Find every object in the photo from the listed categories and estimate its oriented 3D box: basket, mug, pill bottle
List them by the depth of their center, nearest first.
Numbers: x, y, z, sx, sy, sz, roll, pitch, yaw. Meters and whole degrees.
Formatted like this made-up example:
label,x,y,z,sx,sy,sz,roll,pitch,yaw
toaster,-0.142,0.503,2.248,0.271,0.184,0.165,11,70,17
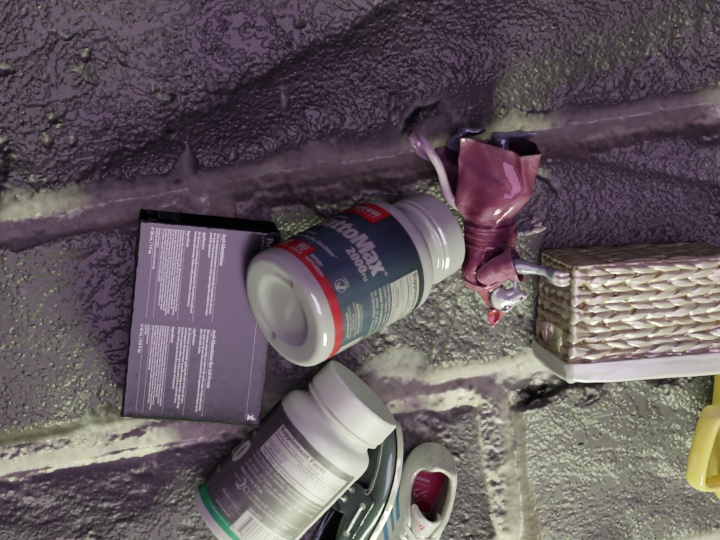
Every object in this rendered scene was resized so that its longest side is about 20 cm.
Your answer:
label,x,y,z,sx,sy,sz,roll,pitch,yaw
pill bottle,0.000,0.000,1.379,0.200,0.120,0.120,-28,107,-34
pill bottle,-0.064,0.195,1.444,0.113,0.113,0.200,43,96,-14
basket,0.288,0.039,1.463,0.200,0.136,0.123,-2,98,-9
mug,0.420,0.177,1.512,0.186,0.149,0.153,7,109,-9

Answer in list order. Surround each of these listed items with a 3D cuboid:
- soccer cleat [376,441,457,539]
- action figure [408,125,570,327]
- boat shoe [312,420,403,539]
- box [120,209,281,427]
label,x,y,z,sx,sy,sz,roll,pitch,yaw
soccer cleat,0.050,0.278,1.498,0.070,0.086,0.200,15,99,-11
action figure,0.127,-0.041,1.420,0.149,0.134,0.200,0,99,-7
boat shoe,-0.008,0.246,1.491,0.062,0.073,0.200,15,104,-15
box,-0.161,0.048,1.423,0.141,0.079,0.200,6,100,-8
